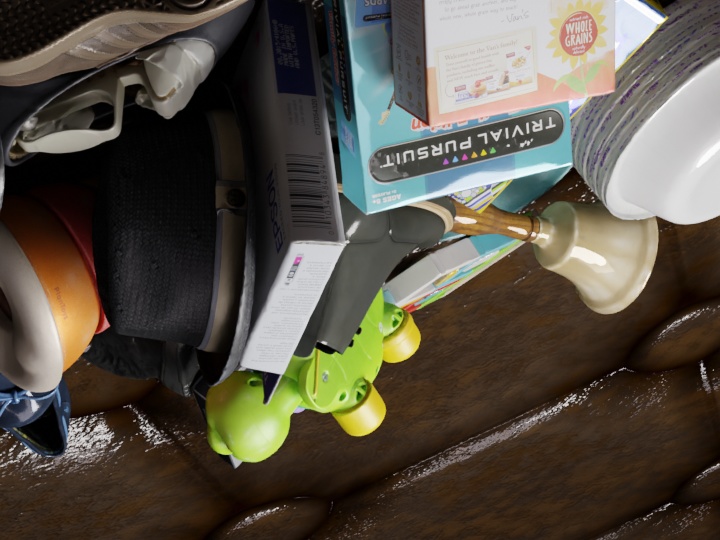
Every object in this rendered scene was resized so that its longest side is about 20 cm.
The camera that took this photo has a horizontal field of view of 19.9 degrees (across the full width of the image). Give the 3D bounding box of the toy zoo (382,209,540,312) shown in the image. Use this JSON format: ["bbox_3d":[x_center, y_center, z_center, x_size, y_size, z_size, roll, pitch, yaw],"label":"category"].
[{"bbox_3d":[0.054,0.009,1.678,0.131,0.021,0.200,-35,172,38],"label":"toy zoo"}]

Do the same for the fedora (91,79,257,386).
[{"bbox_3d":[-0.127,-0.025,1.350,0.091,0.202,0.201,2,147,-15],"label":"fedora"}]

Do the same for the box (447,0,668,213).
[{"bbox_3d":[0.118,-0.139,1.447,0.070,0.064,0.200,26,117,-36],"label":"box"}]

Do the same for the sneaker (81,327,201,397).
[{"bbox_3d":[-0.163,0.035,1.560,0.060,0.104,0.200,-53,167,-27],"label":"sneaker"}]

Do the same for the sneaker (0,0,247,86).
[{"bbox_3d":[-0.146,-0.166,1.256,0.199,0.071,0.076,-17,172,-5],"label":"sneaker"}]

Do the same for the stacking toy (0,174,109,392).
[{"bbox_3d":[-0.182,-0.017,1.445,0.199,0.146,0.146,-28,158,-28],"label":"stacking toy"}]

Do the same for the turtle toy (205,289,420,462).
[{"bbox_3d":[-0.047,0.056,1.524,0.101,0.201,0.146,-6,131,36],"label":"turtle toy"}]

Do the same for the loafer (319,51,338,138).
[{"bbox_3d":[0.049,-0.158,1.412,0.199,0.076,0.070,-29,169,12],"label":"loafer"}]

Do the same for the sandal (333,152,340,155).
[{"bbox_3d":[-0.093,-0.032,1.542,0.201,0.050,0.083,-17,153,-12],"label":"sandal"}]

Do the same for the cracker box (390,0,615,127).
[{"bbox_3d":[0.086,-0.199,1.252,0.133,0.058,0.202,-12,115,-21],"label":"cracker box"}]

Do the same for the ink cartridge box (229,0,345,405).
[{"bbox_3d":[-0.065,-0.043,1.379,0.043,0.198,0.200,4,145,-19],"label":"ink cartridge box"}]

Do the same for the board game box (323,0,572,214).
[{"bbox_3d":[0.055,-0.151,1.320,0.150,0.047,0.201,-14,115,-16],"label":"board game box"}]

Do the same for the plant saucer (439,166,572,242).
[{"bbox_3d":[0.080,-0.090,1.591,0.199,0.036,0.200,-19,154,-9],"label":"plant saucer"}]

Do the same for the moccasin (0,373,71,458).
[{"bbox_3d":[-0.263,0.089,1.610,0.080,0.069,0.200,-25,153,5],"label":"moccasin"}]

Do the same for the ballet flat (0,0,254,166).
[{"bbox_3d":[-0.152,-0.119,1.314,0.199,0.073,0.073,-22,154,-3],"label":"ballet flat"}]

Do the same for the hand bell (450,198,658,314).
[{"bbox_3d":[0.126,-0.035,1.624,0.199,0.105,0.104,13,138,-31],"label":"hand bell"}]

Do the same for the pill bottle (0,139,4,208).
[{"bbox_3d":[-0.323,-0.059,1.241,0.199,0.112,0.112,-8,150,-29],"label":"pill bottle"}]

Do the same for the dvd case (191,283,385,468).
[{"bbox_3d":[-0.054,0.055,1.663,0.200,0.025,0.151,-48,159,-16],"label":"dvd case"}]

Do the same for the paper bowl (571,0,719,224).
[{"bbox_3d":[0.262,-0.115,1.573,0.200,0.105,0.201,-29,155,-15],"label":"paper bowl"}]

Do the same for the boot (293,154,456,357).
[{"bbox_3d":[0.000,0.000,1.463,0.077,0.139,0.200,11,177,27],"label":"boot"}]
